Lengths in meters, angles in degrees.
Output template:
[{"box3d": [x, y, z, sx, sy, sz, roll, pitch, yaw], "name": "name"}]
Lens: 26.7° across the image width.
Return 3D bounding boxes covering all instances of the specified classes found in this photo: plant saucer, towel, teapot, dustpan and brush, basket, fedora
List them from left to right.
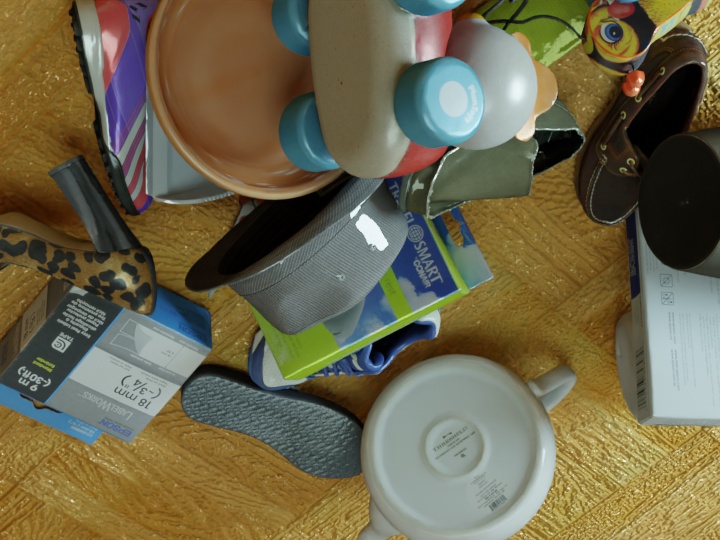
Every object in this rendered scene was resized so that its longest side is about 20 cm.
[{"box3d": [-0.077, -0.154, 1.178, 0.200, 0.037, 0.201, 1, 88, -30], "name": "plant saucer"}, {"box3d": [-0.076, -0.129, 1.233, 0.200, 0.057, 0.140, -12, 113, -41], "name": "dustpan and brush"}, {"box3d": [-0.037, -0.016, 1.240, 0.200, 0.177, 0.090, -43, 108, -17], "name": "fedora"}, {"box3d": [0.099, 0.177, 1.458, 0.199, 0.198, 0.146, 5, 167, 10], "name": "teapot"}, {"box3d": [0.108, -0.179, 1.265, 0.200, 0.018, 0.086, -35, 126, 16], "name": "towel"}, {"box3d": [0.347, -0.059, 1.280, 0.199, 0.136, 0.181, 0, 86, -29], "name": "basket"}]

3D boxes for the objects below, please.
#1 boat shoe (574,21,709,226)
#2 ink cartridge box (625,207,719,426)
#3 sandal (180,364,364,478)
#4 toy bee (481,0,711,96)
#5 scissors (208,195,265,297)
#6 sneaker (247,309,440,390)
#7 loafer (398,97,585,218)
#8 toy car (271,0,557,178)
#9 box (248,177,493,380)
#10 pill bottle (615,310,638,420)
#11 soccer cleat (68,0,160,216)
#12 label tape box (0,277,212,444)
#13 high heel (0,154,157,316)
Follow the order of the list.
[{"box3d": [0.241, -0.115, 1.305, 0.070, 0.070, 0.200, 6, 127, -15], "name": "boat shoe"}, {"box3d": [0.344, 0.043, 1.375, 0.199, 0.200, 0.041, 3, 163, -9], "name": "ink cartridge box"}, {"box3d": [-0.076, 0.138, 1.466, 0.200, 0.043, 0.076, 27, 112, -16], "name": "sandal"}, {"box3d": [0.215, -0.196, 1.201, 0.200, 0.109, 0.131, -30, 166, 14], "name": "toy bee"}, {"box3d": [-0.091, -0.053, 1.327, 0.073, 0.014, 0.200, 1, 125, -14], "name": "scissors"}, {"box3d": [-0.018, 0.063, 1.384, 0.200, 0.088, 0.075, -31, 128, 15], "name": "sneaker"}, {"box3d": [0.111, -0.095, 1.235, 0.200, 0.070, 0.075, -31, 144, -34], "name": "loafer"}, {"box3d": [0.065, -0.158, 1.137, 0.200, 0.184, 0.178, -3, 88, -35], "name": "toy car"}, {"box3d": [0.000, 0.000, 1.323, 0.200, 0.122, 0.048, -28, 172, 12], "name": "box"}, {"box3d": [0.352, 0.079, 1.446, 0.199, 0.109, 0.109, -9, 128, -4], "name": "pill bottle"}, {"box3d": [-0.181, -0.131, 1.223, 0.073, 0.068, 0.200, -14, 127, -9], "name": "soccer cleat"}, {"box3d": [-0.249, 0.090, 1.379, 0.144, 0.063, 0.200, 29, 117, -27], "name": "label tape box"}, {"box3d": [-0.267, 0.012, 1.268, 0.200, 0.071, 0.143, -31, 92, 25], "name": "high heel"}]
